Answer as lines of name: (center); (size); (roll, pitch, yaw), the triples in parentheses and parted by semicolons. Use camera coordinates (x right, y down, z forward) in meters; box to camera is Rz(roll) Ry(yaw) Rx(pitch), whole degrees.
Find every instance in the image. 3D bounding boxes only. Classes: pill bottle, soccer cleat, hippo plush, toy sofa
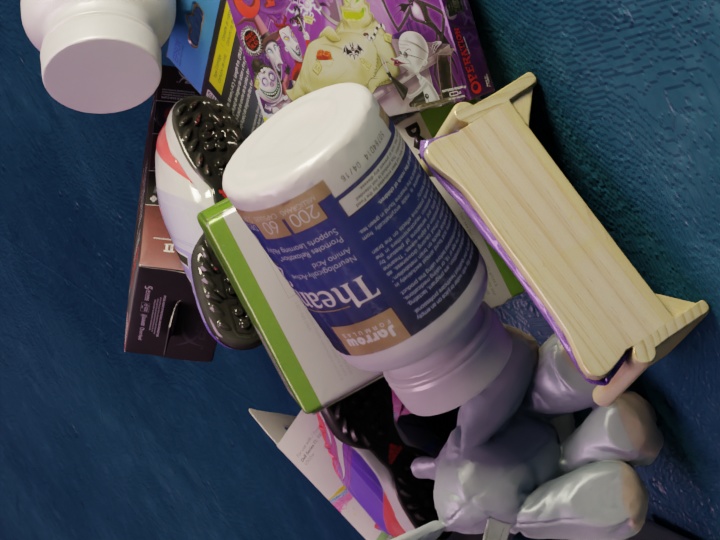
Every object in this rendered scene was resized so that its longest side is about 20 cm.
pill bottle: (0.010, -0.008, 1.504); (0.200, 0.111, 0.111); (55, 159, -23)
soccer cleat: (-0.003, 0.116, 1.714); (0.073, 0.068, 0.200); (-5, 127, 44)
hippo plush: (0.116, 0.138, 1.633); (0.159, 0.201, 0.161); (22, 171, 5)
soccer cleat: (-0.105, -0.024, 1.708); (0.073, 0.068, 0.201); (-52, 45, 50)
pill bottle: (-0.189, -0.217, 1.733); (0.112, 0.112, 0.201); (98, 168, -56)
toy sofa: (0.115, -0.013, 1.503); (0.200, 0.097, 0.083); (53, 156, 10)

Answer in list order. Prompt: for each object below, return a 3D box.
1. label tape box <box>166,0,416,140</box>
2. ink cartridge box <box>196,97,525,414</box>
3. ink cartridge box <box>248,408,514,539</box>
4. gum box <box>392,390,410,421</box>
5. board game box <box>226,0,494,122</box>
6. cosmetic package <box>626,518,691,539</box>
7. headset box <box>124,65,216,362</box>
label tape box: (-0.051, -0.134, 1.724); (0.200, 0.063, 0.144); (51, 155, 16)
ink cartridge box: (0.013, -0.017, 1.607); (0.148, 0.199, 0.076); (63, 175, -10)
ink cartridge box: (0.018, 0.151, 1.860); (0.200, 0.067, 0.117); (43, -165, 29)
gum box: (-0.009, 0.013, 1.813); (0.200, 0.066, 0.114); (49, 154, 21)
board game box: (-0.006, -0.156, 1.569); (0.199, 0.032, 0.121); (-8, 98, 48)
cosmetic package: (0.214, 0.302, 1.599); (0.200, 0.167, 0.167); (23, 139, 52)
headset box: (-0.136, -0.034, 1.865); (0.149, 0.075, 0.201); (109, 166, -61)
